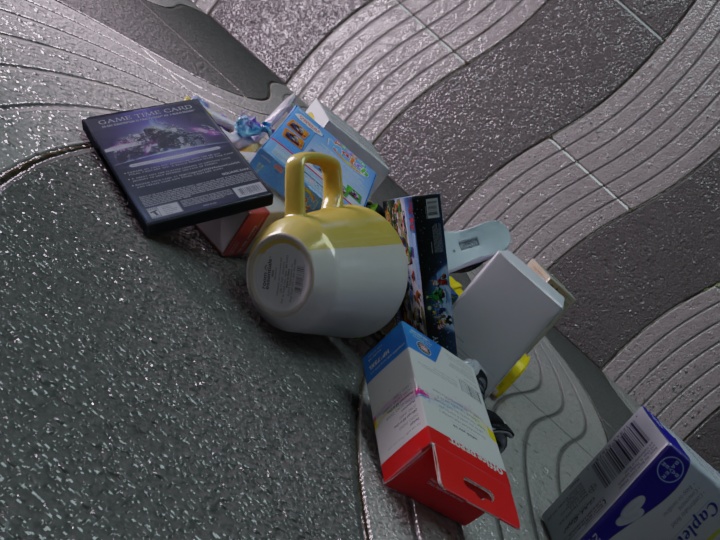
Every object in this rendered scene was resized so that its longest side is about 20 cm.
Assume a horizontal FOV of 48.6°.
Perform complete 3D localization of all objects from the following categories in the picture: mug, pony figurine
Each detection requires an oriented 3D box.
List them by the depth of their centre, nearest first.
[{"bbox_3d":[-0.055,-0.012,0.862,0.189,0.149,0.152,58,25,15],"label":"mug"},{"bbox_3d":[-0.167,-0.183,1.151,0.196,0.169,0.194,18,20,-13],"label":"pony figurine"}]

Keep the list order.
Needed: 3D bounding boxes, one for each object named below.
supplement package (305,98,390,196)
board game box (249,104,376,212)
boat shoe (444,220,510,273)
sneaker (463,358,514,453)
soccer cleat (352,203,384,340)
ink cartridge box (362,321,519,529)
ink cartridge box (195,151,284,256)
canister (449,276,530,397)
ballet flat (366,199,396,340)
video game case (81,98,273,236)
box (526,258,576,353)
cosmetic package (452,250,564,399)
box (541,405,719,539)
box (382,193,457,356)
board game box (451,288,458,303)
[{"bbox_3d":[-0.061,-0.199,1.496,0.150,0.153,0.201,35,13,-21],"label":"supplement package"},{"bbox_3d":[-0.055,-0.130,1.034,0.150,0.037,0.201,39,26,-10],"label":"board game box"},{"bbox_3d":[0.133,-0.021,1.233,0.091,0.196,0.072,134,-58,-63],"label":"boat shoe"},{"bbox_3d":[0.135,0.176,0.967,0.114,0.076,0.199,46,18,19],"label":"sneaker"},{"bbox_3d":[0.000,0.000,1.019,0.081,0.067,0.202,39,48,-21],"label":"soccer cleat"},{"bbox_3d":[0.074,0.160,0.769,0.115,0.067,0.202,34,27,-29],"label":"ink cartridge box"},{"bbox_3d":[-0.130,-0.086,0.984,0.116,0.068,0.199,45,23,17],"label":"ink cartridge box"},{"bbox_3d":[0.191,0.112,1.358,0.200,0.087,0.148,45,12,10],"label":"canister"},{"bbox_3d":[0.022,-0.005,1.088,0.066,0.075,0.204,-4,67,-27],"label":"ballet flat"},{"bbox_3d":[-0.201,-0.119,0.864,0.141,0.019,0.200,-17,48,-29],"label":"video game case"},{"bbox_3d":[0.295,0.090,1.488,0.077,0.201,0.095,35,12,-23],"label":"box"},{"bbox_3d":[0.191,0.083,1.165,0.123,0.201,0.199,42,11,10],"label":"cosmetic package"},{"bbox_3d":[0.346,0.301,0.916,0.199,0.185,0.105,39,10,-8],"label":"box"},{"bbox_3d":[0.071,0.011,0.986,0.037,0.205,0.136,-7,4,-13],"label":"box"},{"bbox_3d":[0.037,-0.005,1.236,0.197,0.037,0.152,14,25,-33],"label":"board game box"}]
